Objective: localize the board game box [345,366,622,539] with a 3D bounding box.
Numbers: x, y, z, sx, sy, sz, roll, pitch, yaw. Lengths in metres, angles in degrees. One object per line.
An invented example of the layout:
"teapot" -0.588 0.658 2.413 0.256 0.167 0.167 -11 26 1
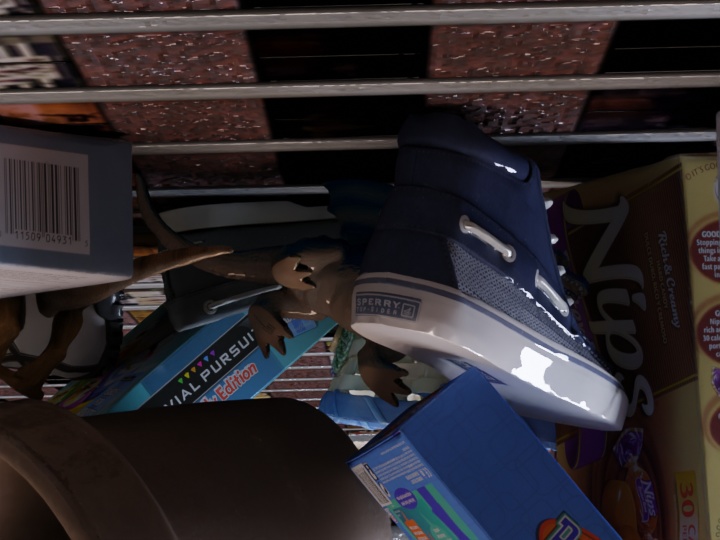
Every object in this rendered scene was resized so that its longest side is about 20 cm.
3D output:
"board game box" 0.083 0.137 1.124 0.045 0.200 0.152 -39 179 -12

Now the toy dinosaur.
"toy dinosaur" -0.130 0.004 1.159 0.060 0.106 0.200 32 180 -21

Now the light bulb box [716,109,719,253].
"light bulb box" 0.250 0.033 1.050 0.198 0.200 0.125 4 173 -38

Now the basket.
"basket" 0.046 0.088 1.448 0.139 0.200 0.176 3 172 -1

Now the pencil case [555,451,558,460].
"pencil case" 0.120 0.155 1.380 0.091 0.094 0.200 -18 152 -21

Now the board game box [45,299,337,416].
"board game box" -0.103 0.059 1.373 0.200 0.047 0.151 -41 -169 -24

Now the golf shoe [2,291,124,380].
"golf shoe" -0.185 0.019 1.369 0.094 0.078 0.200 3 171 -29

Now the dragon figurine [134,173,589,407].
"dragon figurine" -0.001 -0.001 1.203 0.200 0.059 0.099 21 -145 12

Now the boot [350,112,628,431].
"boot" 0.066 0.005 1.113 0.073 0.091 0.200 8 168 28

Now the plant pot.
"plant pot" -0.085 0.134 1.201 0.174 0.201 0.200 -22 -174 -35

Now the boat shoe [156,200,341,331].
"boat shoe" 0.000 0.000 1.300 0.200 0.062 0.073 0 173 -10

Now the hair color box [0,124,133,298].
"hair color box" -0.197 -0.018 1.120 0.200 0.061 0.099 -9 170 43

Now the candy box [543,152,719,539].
"candy box" 0.138 0.054 1.194 0.056 0.200 0.117 -2 174 -29
